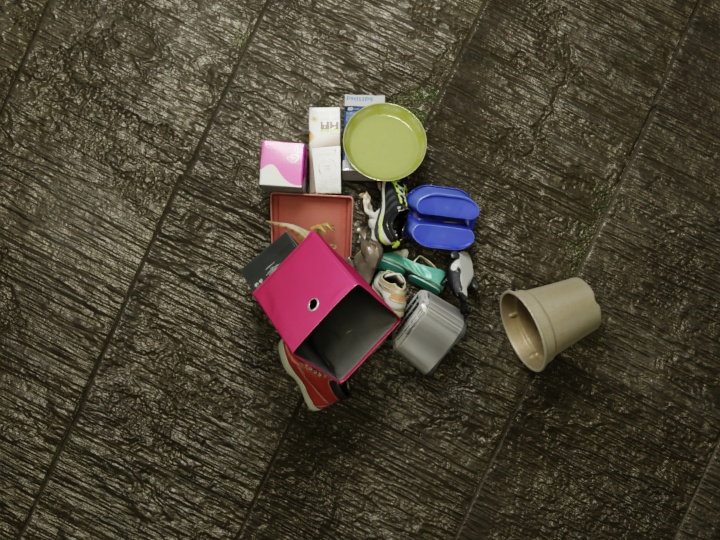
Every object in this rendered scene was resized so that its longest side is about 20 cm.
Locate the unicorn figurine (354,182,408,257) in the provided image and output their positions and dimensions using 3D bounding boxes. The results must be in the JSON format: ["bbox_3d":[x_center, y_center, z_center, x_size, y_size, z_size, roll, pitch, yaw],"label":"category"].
[{"bbox_3d":[0.049,-0.136,1.726,0.198,0.074,0.139,-29,104,-8],"label":"unicorn figurine"}]

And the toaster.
[{"bbox_3d":[0.161,0.139,1.679,0.128,0.114,0.201,32,112,-12],"label":"toaster"}]

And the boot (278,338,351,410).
[{"bbox_3d":[-0.102,0.228,1.692,0.143,0.072,0.202,-27,96,39],"label":"boot"}]

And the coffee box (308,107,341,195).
[{"bbox_3d":[-0.084,-0.280,1.713,0.078,0.114,0.205,-1,88,0],"label":"coffee box"}]

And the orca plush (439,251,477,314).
[{"bbox_3d":[0.227,0.030,1.689,0.071,0.202,0.105,-32,126,27],"label":"orca plush"}]

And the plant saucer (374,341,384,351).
[{"bbox_3d":[-0.018,0.134,1.700,0.196,0.032,0.203,-13,127,-18],"label":"plant saucer"}]

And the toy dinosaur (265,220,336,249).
[{"bbox_3d":[-0.120,-0.076,1.669,0.199,0.061,0.106,40,116,-19],"label":"toy dinosaur"}]

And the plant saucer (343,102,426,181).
[{"bbox_3d":[0.056,-0.296,1.660,0.195,0.031,0.204,1,72,-3],"label":"plant saucer"}]

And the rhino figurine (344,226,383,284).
[{"bbox_3d":[0.000,0.000,1.699,0.088,0.059,0.202,49,134,35],"label":"rhino figurine"}]

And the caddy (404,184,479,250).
[{"bbox_3d":[0.193,-0.129,1.715,0.196,0.105,0.144,6,104,-12],"label":"caddy"}]

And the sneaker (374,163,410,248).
[{"bbox_3d":[0.092,-0.151,1.662,0.071,0.082,0.204,13,83,-44],"label":"sneaker"}]

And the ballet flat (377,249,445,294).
[{"bbox_3d":[0.120,-0.010,1.741,0.197,0.068,0.071,24,65,0],"label":"ballet flat"}]

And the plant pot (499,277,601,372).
[{"bbox_3d":[0.459,0.112,1.681,0.180,0.200,0.204,-20,89,-12],"label":"plant pot"}]

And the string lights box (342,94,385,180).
[{"bbox_3d":[0.009,-0.322,1.714,0.100,0.059,0.204,2,72,0],"label":"string lights box"}]

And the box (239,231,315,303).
[{"bbox_3d":[-0.155,0.041,1.652,0.148,0.201,0.125,-39,50,-1],"label":"box"}]

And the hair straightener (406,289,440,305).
[{"bbox_3d":[0.105,0.079,1.743,0.195,0.041,0.079,-1,106,6],"label":"hair straightener"}]

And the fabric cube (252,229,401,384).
[{"bbox_3d":[-0.072,0.078,1.503,0.196,0.200,0.200,-45,49,4],"label":"fabric cube"}]

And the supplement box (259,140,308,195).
[{"bbox_3d":[-0.176,-0.234,1.669,0.101,0.200,0.104,4,89,0],"label":"supplement box"}]

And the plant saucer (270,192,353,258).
[{"bbox_3d":[-0.117,-0.098,1.711,0.195,0.037,0.203,3,120,0],"label":"plant saucer"}]

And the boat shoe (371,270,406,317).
[{"bbox_3d":[0.075,0.037,1.646,0.073,0.200,0.070,11,109,-14],"label":"boat shoe"}]
